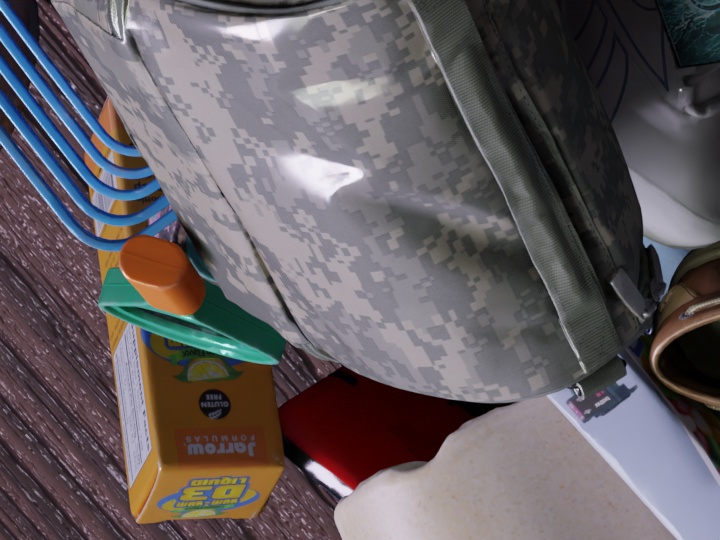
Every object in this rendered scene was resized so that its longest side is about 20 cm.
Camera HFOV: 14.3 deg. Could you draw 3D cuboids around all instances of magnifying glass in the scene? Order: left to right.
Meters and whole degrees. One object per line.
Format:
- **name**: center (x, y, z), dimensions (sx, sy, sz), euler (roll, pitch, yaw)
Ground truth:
- **magnifying glass**: center (-0.071, 0.012, 1.131), dimensions (0.079, 0.022, 0.200), euler (17, 171, 5)

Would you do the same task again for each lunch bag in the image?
- **lunch bag**: center (0.010, -0.057, 0.989), dimensions (0.168, 0.139, 0.200), euler (33, 155, 53)

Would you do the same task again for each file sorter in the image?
- **file sorter**: center (-0.091, -0.105, 1.182), dimensions (0.139, 0.123, 0.200), euler (52, -173, -12)

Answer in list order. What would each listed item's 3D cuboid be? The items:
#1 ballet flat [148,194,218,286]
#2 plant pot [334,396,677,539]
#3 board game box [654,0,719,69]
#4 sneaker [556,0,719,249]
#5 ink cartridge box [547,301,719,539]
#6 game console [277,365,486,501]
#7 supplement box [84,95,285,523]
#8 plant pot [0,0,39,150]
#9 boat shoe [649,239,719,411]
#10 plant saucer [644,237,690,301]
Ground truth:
- **ballet flat**: center (0.000, 0.000, 1.231), dimensions (0.199, 0.069, 0.071), euler (18, -171, -23)
- **plant pot**: center (0.085, 0.151, 1.198), dimensions (0.184, 0.200, 0.200), euler (63, 152, 9)
- **board game box**: center (0.139, -0.164, 0.950), dimensions (0.135, 0.028, 0.200), euler (-7, 124, 26)
- **sneaker**: center (0.107, -0.098, 1.065), dimensions (0.087, 0.074, 0.201), euler (-1, 117, 43)
- **ink cartridge box**: center (0.121, 0.056, 1.145), dimensions (0.042, 0.119, 0.200), euler (-39, 93, 16)
- **game console**: center (0.050, 0.142, 1.410), dimensions (0.200, 0.172, 0.119), euler (37, 122, 15)
- **supplement box**: center (-0.084, 0.016, 1.362), dimensions (0.069, 0.066, 0.201), euler (124, 140, -60)
- **plant pot**: center (-0.232, -0.157, 1.340), dimensions (0.200, 0.200, 0.174), euler (41, 142, 9)
- **boat shoe**: center (0.200, 0.028, 1.066), dimensions (0.199, 0.074, 0.076), euler (-3, 115, 30)
- **plant saucer**: center (0.155, 0.024, 1.205), dimensions (0.200, 0.036, 0.200), euler (32, 147, 23)
